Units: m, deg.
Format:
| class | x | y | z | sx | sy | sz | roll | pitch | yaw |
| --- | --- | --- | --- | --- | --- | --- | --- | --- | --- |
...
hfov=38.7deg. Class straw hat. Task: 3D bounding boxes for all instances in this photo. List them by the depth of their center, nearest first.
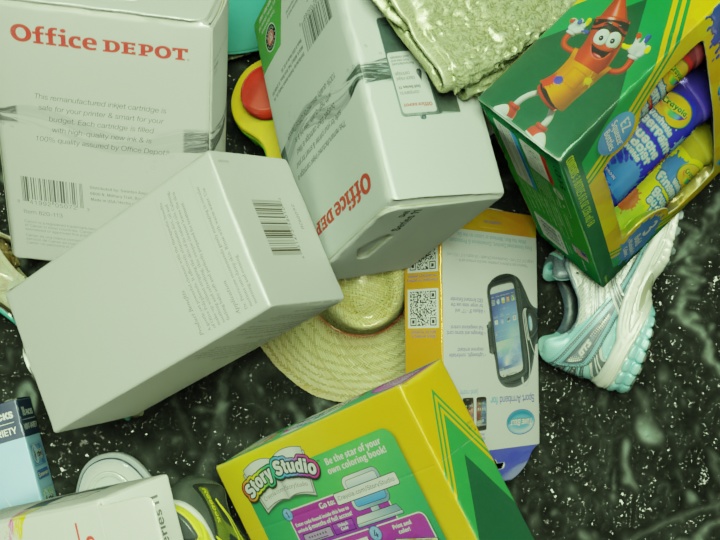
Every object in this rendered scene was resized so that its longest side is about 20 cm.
| class | x | y | z | sx | sy | sz | roll | pitch | yaw |
| --- | --- | --- | --- | --- | --- | --- | --- | --- | --- |
| straw hat | 0.000 | 0.000 | 0.763 | 0.201 | 0.085 | 0.201 | 0 | 86 | -1 |

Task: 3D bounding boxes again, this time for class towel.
| class | x | y | z | sx | sy | sz | roll | pitch | yaw |
| --- | --- | --- | --- | --- | --- | --- | --- | --- | --- |
| towel | 0.083 | -0.203 | 0.626 | 0.200 | 0.036 | 0.148 | -37 | 90 | -25 |

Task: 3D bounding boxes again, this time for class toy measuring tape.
| class | x | y | z | sx | sy | sz | roll | pitch | yaw |
| --- | --- | --- | --- | --- | --- | --- | --- | --- | --- |
| toy measuring tape | -0.077 | -0.091 | 0.774 | 0.074 | 0.074 | 0.200 | 24 | 85 | 0 |

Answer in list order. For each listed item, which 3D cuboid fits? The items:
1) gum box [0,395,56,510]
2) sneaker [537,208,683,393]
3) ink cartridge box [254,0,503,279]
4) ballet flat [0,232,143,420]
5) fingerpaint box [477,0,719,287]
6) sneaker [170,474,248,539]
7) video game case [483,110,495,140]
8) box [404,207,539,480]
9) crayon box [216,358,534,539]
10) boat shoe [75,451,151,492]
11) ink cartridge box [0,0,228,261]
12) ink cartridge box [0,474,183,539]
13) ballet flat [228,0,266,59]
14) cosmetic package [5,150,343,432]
| class | x | y | z | sx | sy | sz | roll | pitch | yaw |
| --- | --- | --- | --- | --- | --- | --- | --- | --- | --- |
| gum box | -0.306 | 0.213 | 0.758 | 0.170 | 0.045 | 0.200 | -16 | 87 | -4 |
| sneaker | 0.187 | -0.013 | 0.777 | 0.086 | 0.078 | 0.200 | 13 | 85 | 2 |
| ink cartridge box | 0.004 | -0.109 | 0.669 | 0.083 | 0.147 | 0.200 | -6 | 75 | -25 |
| ballet flat | -0.228 | 0.029 | 0.766 | 0.200 | 0.067 | 0.062 | 39 | 76 | 1 |
| fingerpaint box | 0.180 | -0.100 | 0.665 | 0.167 | 0.200 | 0.073 | -44 | 60 | -2 |
| sneaker | -0.099 | 0.238 | 0.742 | 0.074 | 0.085 | 0.200 | -6 | 111 | 17 |
| video game case | 0.072 | -0.190 | 0.745 | 0.200 | 0.045 | 0.181 | -34 | 88 | 36 |
| box | 0.083 | 0.054 | 0.752 | 0.119 | 0.041 | 0.200 | 5 | 85 | -46 |
| crayon box | 0.012 | 0.176 | 0.707 | 0.200 | 0.058 | 0.173 | -29 | 85 | 40 |
| boat shoe | -0.166 | 0.233 | 0.750 | 0.074 | 0.067 | 0.200 | -15 | 86 | -3 |
| ink cartridge box | -0.168 | -0.103 | 0.714 | 0.146 | 0.083 | 0.200 | 7 | 126 | -1 |
| ink cartridge box | -0.173 | 0.203 | 0.662 | 0.200 | 0.067 | 0.117 | -16 | 87 | 30 |
| ballet flat | -0.130 | -0.188 | 0.782 | 0.200 | 0.075 | 0.068 | -24 | 128 | -3 |
| cosmetic package | -0.125 | 0.017 | 0.664 | 0.200 | 0.085 | 0.108 | -28 | 77 | 29 |
